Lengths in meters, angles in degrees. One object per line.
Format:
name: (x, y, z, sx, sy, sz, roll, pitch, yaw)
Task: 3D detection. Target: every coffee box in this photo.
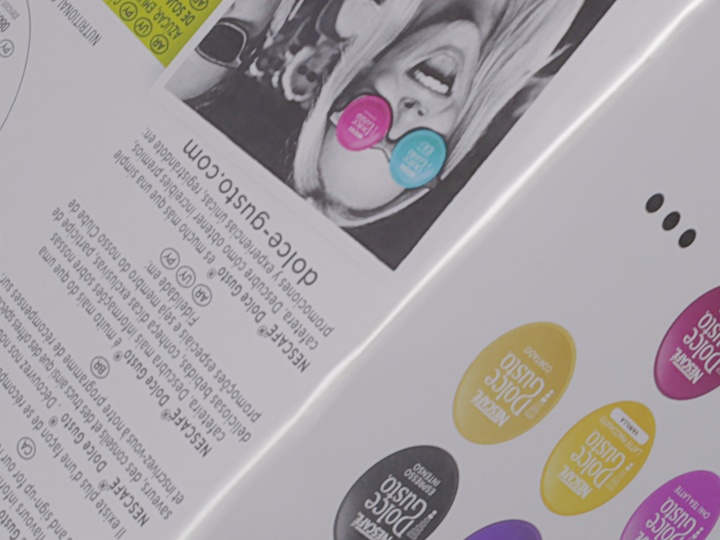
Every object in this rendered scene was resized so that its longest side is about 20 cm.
coffee box: (0.000, 0.000, 0.697, 0.198, 0.200, 0.200, -46, 50, 2)
